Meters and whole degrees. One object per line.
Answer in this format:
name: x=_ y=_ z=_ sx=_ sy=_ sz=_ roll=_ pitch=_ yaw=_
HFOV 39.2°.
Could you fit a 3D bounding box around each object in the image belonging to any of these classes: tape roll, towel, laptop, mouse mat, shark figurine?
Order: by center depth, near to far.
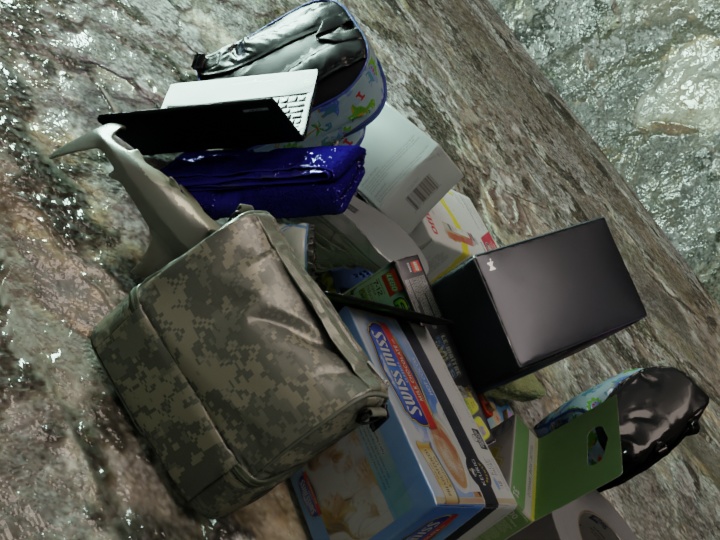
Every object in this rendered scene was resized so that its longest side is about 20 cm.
shark figurine: x=-0.185 y=-0.044 z=0.890 sx=0.214 sy=0.090 sz=0.128 roll=43 pitch=-3 yaw=-10
mouse mat: x=-0.030 y=0.033 z=0.957 sx=0.160 sy=0.199 sz=0.008 roll=15 pitch=82 yaw=-40
towel: x=-0.101 y=-0.096 z=1.013 sx=0.148 sy=0.197 sz=0.050 roll=-68 pitch=155 yaw=-63
laptop: x=-0.145 y=-0.179 z=1.023 sx=0.201 sy=0.175 sz=0.104 roll=-82 pitch=165 yaw=-46
tape roll: x=0.254 y=0.332 z=1.132 sx=0.200 sy=0.066 sz=0.201 roll=38 pitch=26 yaw=-22
towel: x=0.158 y=0.102 z=1.271 sx=0.149 sy=0.036 sz=0.199 roll=56 pitch=17 yaw=24

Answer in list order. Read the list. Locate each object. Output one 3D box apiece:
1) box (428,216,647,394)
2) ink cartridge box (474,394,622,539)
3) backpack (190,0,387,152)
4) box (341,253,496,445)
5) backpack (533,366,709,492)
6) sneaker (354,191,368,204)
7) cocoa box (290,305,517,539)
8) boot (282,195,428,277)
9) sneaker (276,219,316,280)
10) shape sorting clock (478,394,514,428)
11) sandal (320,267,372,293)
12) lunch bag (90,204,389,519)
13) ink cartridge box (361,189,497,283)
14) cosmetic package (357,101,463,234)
box: x=0.156 y=0.052 z=1.073 sx=0.198 sy=0.198 sz=0.124 roll=-16 pitch=77 yaw=-35
ink cartridge box: x=0.165 y=0.196 z=1.011 sx=0.048 sy=0.199 sz=0.146 roll=46 pitch=25 yaw=-11
backpack: x=-0.069 y=-0.211 z=1.202 sx=0.184 sy=0.199 sz=0.147 roll=64 pitch=9 yaw=33
box: x=0.053 y=0.097 z=1.024 sx=0.034 sy=0.110 sz=0.202 roll=-15 pitch=77 yaw=-40
backpack: x=0.304 y=0.204 z=1.248 sx=0.162 sy=0.201 sz=0.154 roll=-27 pitch=60 yaw=-30
sneaker: x=0.009 y=-0.041 z=1.249 sx=0.201 sy=0.076 sz=0.087 roll=58 pitch=21 yaw=19
cocoa box: x=0.018 y=0.156 z=0.901 sx=0.131 sy=0.133 sz=0.201 roll=18 pitch=39 yaw=-50
boot: x=-0.023 y=-0.026 z=1.106 sx=0.199 sy=0.096 sz=0.073 roll=39 pitch=32 yaw=14
sneaker: x=-0.087 y=-0.017 z=0.978 sx=0.072 sy=0.073 sz=0.200 roll=0 pitch=6 yaw=-19
shape sorting clock: x=0.145 y=0.172 z=1.207 sx=0.199 sy=0.039 sz=0.201 roll=38 pitch=27 yaw=-23
sandal: x=0.000 y=0.000 z=1.156 sx=0.201 sy=0.087 sz=0.079 roll=57 pitch=24 yaw=13
lunch bag: x=-0.087 y=0.072 z=0.803 sx=0.201 sy=0.167 sz=0.139 roll=56 pitch=25 yaw=14
ink cartridge box: x=0.099 y=-0.050 z=1.395 sx=0.199 sy=0.083 sz=0.146 roll=18 pitch=39 yaw=-49
cosmetic package: x=0.023 y=-0.151 z=1.305 sx=0.200 sy=0.113 sz=0.081 roll=48 pitch=5 yaw=40
